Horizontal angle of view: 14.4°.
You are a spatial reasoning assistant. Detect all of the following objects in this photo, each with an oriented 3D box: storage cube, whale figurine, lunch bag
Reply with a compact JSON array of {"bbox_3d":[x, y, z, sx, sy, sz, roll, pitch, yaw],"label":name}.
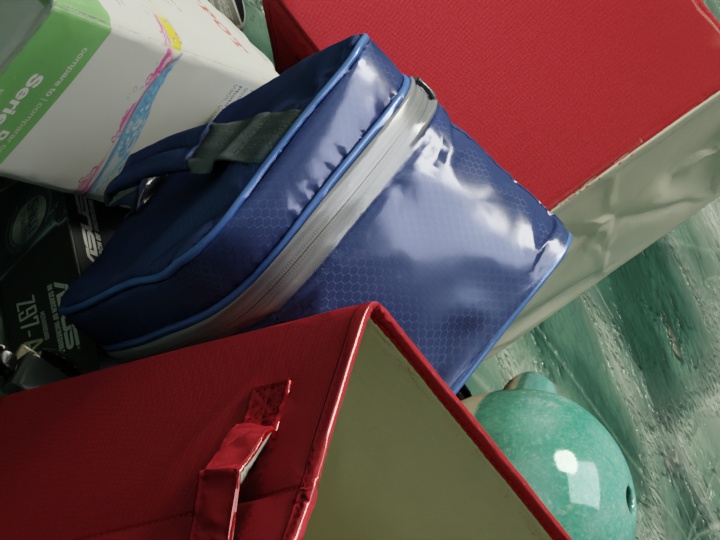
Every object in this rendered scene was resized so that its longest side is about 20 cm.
[{"bbox_3d":[0.074,-0.090,1.474,0.180,0.199,0.171,52,-10,17],"label":"storage cube"},{"bbox_3d":[0.110,0.131,1.514,0.200,0.103,0.160,21,62,-60],"label":"whale figurine"},{"bbox_3d":[-0.030,-0.006,1.119,0.132,0.200,0.136,46,67,-12],"label":"lunch bag"},{"bbox_3d":[-0.040,0.145,1.006,0.200,0.179,0.172,52,40,-33],"label":"storage cube"}]

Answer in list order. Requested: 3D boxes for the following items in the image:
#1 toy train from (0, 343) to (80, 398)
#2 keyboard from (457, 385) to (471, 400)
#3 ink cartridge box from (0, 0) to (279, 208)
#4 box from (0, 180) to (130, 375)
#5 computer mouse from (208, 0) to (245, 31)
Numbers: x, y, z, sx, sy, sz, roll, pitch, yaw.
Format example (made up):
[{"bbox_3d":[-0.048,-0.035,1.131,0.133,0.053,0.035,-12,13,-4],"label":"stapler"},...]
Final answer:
[{"bbox_3d":[-0.112,0.059,1.102,0.199,0.046,0.034,34,60,-15],"label":"toy train"},{"bbox_3d":[0.032,0.063,1.532,0.200,0.039,0.104,54,23,-29],"label":"keyboard"},{"bbox_3d":[-0.141,-0.107,1.168,0.145,0.088,0.200,46,15,21],"label":"ink cartridge box"},{"bbox_3d":[-0.080,0.067,1.227,0.160,0.043,0.201,27,43,-52],"label":"box"},{"bbox_3d":[-0.128,-0.152,1.385,0.200,0.044,0.110,26,38,-51],"label":"computer mouse"}]
